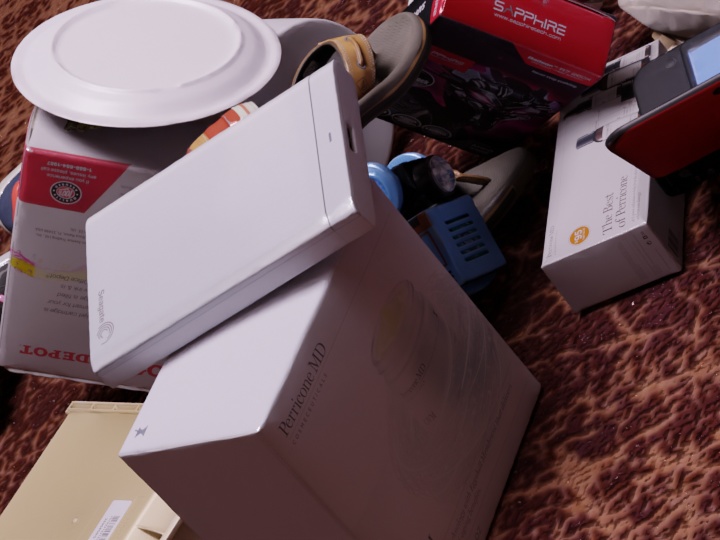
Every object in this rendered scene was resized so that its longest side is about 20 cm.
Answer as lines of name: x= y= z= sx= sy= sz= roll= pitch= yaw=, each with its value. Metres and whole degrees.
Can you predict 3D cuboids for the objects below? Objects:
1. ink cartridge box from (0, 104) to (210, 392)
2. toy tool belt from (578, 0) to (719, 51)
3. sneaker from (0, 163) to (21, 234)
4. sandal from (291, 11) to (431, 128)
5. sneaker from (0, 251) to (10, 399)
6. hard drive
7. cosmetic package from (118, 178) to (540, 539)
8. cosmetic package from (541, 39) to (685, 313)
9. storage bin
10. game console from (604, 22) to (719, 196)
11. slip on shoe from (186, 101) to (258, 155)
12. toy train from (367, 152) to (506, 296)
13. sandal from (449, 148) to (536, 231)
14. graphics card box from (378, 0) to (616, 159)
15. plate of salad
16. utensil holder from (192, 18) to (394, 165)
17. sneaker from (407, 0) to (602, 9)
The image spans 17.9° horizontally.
ink cartridge box: x=-0.189 y=-0.018 z=1.716 sx=0.086 sy=0.146 sz=0.201 roll=-90 pitch=12 yaw=-54
toy tool belt: x=0.245 y=-0.213 z=1.612 sx=0.122 sy=0.126 sz=0.199 roll=-8 pitch=9 yaw=-36
sneaker: x=-0.257 y=-0.113 z=2.106 sx=0.201 sy=0.075 sz=0.084 roll=-59 pitch=30 yaw=-10
sandal: x=-0.020 y=-0.115 z=1.469 sx=0.081 sy=0.055 sz=0.200 roll=-15 pitch=26 yaw=49
sneaker: x=-0.309 y=0.071 z=1.909 sx=0.200 sy=0.071 sz=0.099 roll=-51 pitch=31 yaw=-5
hard drive: x=-0.083 y=-0.029 z=1.380 sx=0.199 sy=0.027 sz=0.133 roll=-31 pitch=42 yaw=22
cosmetic package: x=-0.012 y=0.090 z=1.394 sx=0.122 sy=0.200 sz=0.200 roll=-14 pitch=39 yaw=40
cosmetic package: x=0.173 y=-0.067 z=1.539 sx=0.082 sy=0.051 sz=0.201 roll=-26 pitch=32 yaw=28
storage bin: x=-0.166 y=0.195 z=1.552 sx=0.198 sy=0.094 sz=0.201 roll=-2 pitch=47 yaw=49
game console: x=0.247 y=-0.144 z=1.415 sx=0.199 sy=0.119 sz=0.173 roll=-27 pitch=40 yaw=18
slip on shoe: x=-0.057 y=-0.011 z=1.513 sx=0.061 sy=0.201 sz=0.074 roll=-27 pitch=18 yaw=-10
toy train: x=0.000 y=0.000 z=1.588 sx=0.199 sy=0.115 sz=0.086 roll=-33 pitch=-8 yaw=31
sandal: x=0.038 y=-0.048 z=1.656 sx=0.199 sy=0.055 sz=0.082 roll=-14 pitch=39 yaw=41
graphics card box: x=0.081 y=-0.145 z=1.602 sx=0.200 sy=0.124 sz=0.051 roll=145 pitch=142 yaw=-67
plate of salad: x=-0.157 y=-0.149 z=1.681 sx=0.198 sy=0.048 sz=0.201 roll=-1 pitch=35 yaw=0
utensil holder: x=-0.096 y=-0.116 z=1.814 sx=0.199 sy=0.170 sz=0.170 roll=4 pitch=52 yaw=50
sneaker: x=0.098 y=-0.199 z=1.792 sx=0.199 sy=0.070 sz=0.081 roll=3 pitch=54 yaw=51
